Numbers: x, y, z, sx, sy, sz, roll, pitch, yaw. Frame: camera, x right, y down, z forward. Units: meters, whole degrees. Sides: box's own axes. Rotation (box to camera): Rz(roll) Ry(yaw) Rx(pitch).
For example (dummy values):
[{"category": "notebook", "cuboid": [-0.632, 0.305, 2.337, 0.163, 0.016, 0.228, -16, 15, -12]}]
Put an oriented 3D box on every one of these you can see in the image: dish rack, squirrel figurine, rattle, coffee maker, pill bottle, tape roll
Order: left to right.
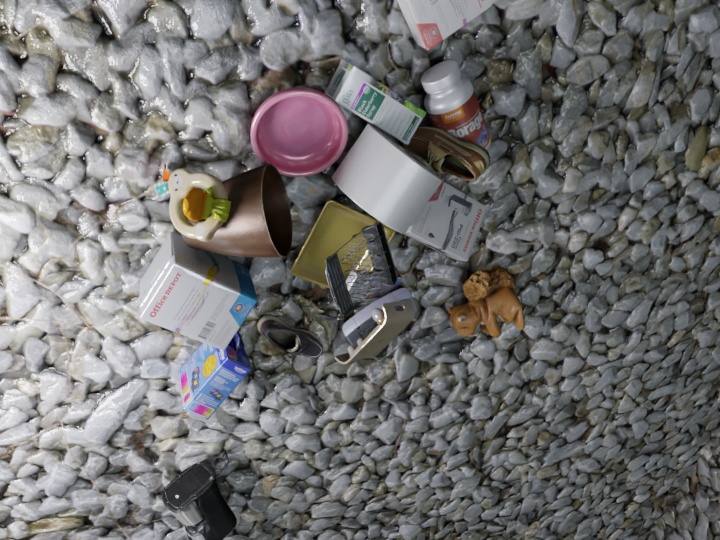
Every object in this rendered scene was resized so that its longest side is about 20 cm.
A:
[{"category": "rattle", "cuboid": [-0.349, -0.147, 1.073, 0.131, 0.200, 0.142, -54, 162, 24]}, {"category": "coffee maker", "cuboid": [-0.413, 0.635, 1.574, 0.189, 0.135, 0.202, -22, 125, -9]}, {"category": "dish rack", "cuboid": [0.000, 0.000, 1.284, 0.200, 0.054, 0.156, -41, 119, -47]}, {"category": "tape roll", "cuboid": [0.058, -0.196, 1.235, 0.201, 0.203, 0.140, 29, 106, -32]}, {"category": "pill bottle", "cuboid": [0.205, -0.345, 1.261, 0.111, 0.113, 0.201, -33, 126, -1]}, {"category": "squirrel figurine", "cuboid": [0.330, 0.086, 1.572, 0.183, 0.142, 0.203, -13, 109, -2]}]

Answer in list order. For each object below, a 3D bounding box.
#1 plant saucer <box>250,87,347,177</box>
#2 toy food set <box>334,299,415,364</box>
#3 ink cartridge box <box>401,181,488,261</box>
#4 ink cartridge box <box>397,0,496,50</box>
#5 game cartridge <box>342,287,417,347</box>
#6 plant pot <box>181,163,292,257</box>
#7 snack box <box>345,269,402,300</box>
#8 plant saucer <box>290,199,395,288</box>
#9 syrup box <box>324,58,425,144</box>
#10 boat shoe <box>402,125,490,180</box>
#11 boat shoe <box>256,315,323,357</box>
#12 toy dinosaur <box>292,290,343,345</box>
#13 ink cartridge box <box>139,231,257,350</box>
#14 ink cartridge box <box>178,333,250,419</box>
[{"category": "plant saucer", "cuboid": [-0.125, -0.286, 1.176, 0.197, 0.051, 0.202, -8, 138, -7]}, {"category": "toy food set", "cuboid": [0.036, 0.152, 1.444, 0.200, 0.061, 0.143, -48, 157, 25]}, {"category": "ink cartridge box", "cuboid": [0.191, -0.126, 1.379, 0.198, 0.084, 0.148, 22, 89, -33]}, {"category": "ink cartridge box", "cuboid": [0.182, -0.555, 1.157, 0.198, 0.068, 0.117, -33, 126, 1]}, {"category": "game cartridge", "cuboid": [0.051, 0.124, 1.494, 0.198, 0.042, 0.134, -31, 144, -3]}, {"category": "plant pot", "cuboid": [-0.261, -0.108, 1.184, 0.196, 0.188, 0.189, -8, 125, 10]}, {"category": "snack box", "cuboid": [0.029, 0.038, 1.417, 0.199, 0.024, 0.073, 4, 120, -54]}, {"category": "plant saucer", "cuboid": [-0.046, -0.055, 1.370, 0.198, 0.049, 0.202, 20, 109, -30]}, {"category": "syrup box", "cuboid": [0.031, -0.351, 1.207, 0.198, 0.082, 0.079, 23, 107, -32]}, {"category": "boat shoe", "cuboid": [0.177, -0.249, 1.239, 0.074, 0.198, 0.076, -54, 154, -29]}, {"category": "boat shoe", "cuboid": [-0.171, 0.179, 1.446, 0.199, 0.065, 0.072, 35, 101, -34]}, {"category": "toy dinosaur", "cuboid": [-0.094, 0.105, 1.447, 0.087, 0.048, 0.201, -25, 127, 12]}, {"category": "ink cartridge box", "cuboid": [-0.352, 0.044, 1.245, 0.198, 0.146, 0.148, 29, 106, -32]}, {"category": "ink cartridge box", "cuboid": [-0.337, 0.225, 1.362, 0.200, 0.137, 0.076, -47, 128, 9]}]
